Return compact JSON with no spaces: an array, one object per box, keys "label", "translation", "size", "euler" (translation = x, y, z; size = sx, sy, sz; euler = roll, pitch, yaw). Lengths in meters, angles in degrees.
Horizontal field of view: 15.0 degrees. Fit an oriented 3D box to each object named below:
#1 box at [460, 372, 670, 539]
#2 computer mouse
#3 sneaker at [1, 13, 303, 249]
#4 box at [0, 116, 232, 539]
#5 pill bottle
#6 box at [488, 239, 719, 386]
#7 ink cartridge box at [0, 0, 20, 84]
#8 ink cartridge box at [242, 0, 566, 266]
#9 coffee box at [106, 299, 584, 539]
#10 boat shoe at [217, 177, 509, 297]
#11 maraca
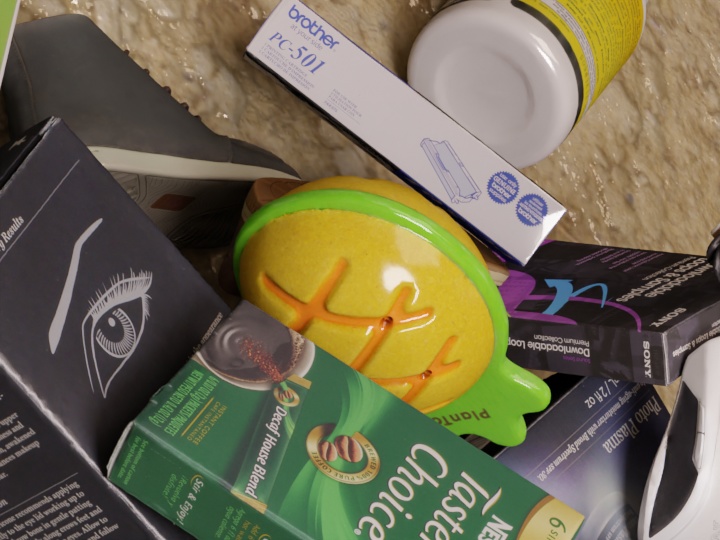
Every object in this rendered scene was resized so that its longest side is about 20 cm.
[{"label":"box","translation":[0.118,0.177,1.539],"size":[0.199,0.123,0.200],"euler":[59,38,-4]},{"label":"computer mouse","translation":[0.205,0.074,1.495],"size":[0.110,0.044,0.201],"euler":[25,78,-54]},{"label":"sneaker","translation":[-0.110,-0.079,1.479],"size":[0.200,0.075,0.107],"euler":[10,53,-50]},{"label":"box","translation":[-0.144,0.053,1.330],"size":[0.200,0.104,0.148],"euler":[49,39,-14]},{"label":"pill bottle","translation":[0.117,-0.155,1.753],"size":[0.113,0.112,0.200],"euler":[53,39,-10]},{"label":"box","translation":[0.131,0.020,1.587],"size":[0.143,0.199,0.036],"euler":[-25,115,-48]},{"label":"ink cartridge box","translation":[-0.197,-0.107,1.293],"size":[0.076,0.200,0.148],"euler":[34,45,-30]},{"label":"ink cartridge box","translation":[0.023,-0.081,1.576],"size":[0.200,0.044,0.094],"euler":[37,0,-4]},{"label":"coffee box","translation":[-0.004,0.106,1.272],"size":[0.199,0.044,0.123],"euler":[34,38,7]},{"label":"boat shoe","translation":[0.000,0.000,1.511],"size":[0.199,0.072,0.072],"euler":[7,29,-50]},{"label":"maraca","translation":[0.016,0.029,1.401],"size":[0.200,0.137,0.107],"euler":[53,42,-35]}]
